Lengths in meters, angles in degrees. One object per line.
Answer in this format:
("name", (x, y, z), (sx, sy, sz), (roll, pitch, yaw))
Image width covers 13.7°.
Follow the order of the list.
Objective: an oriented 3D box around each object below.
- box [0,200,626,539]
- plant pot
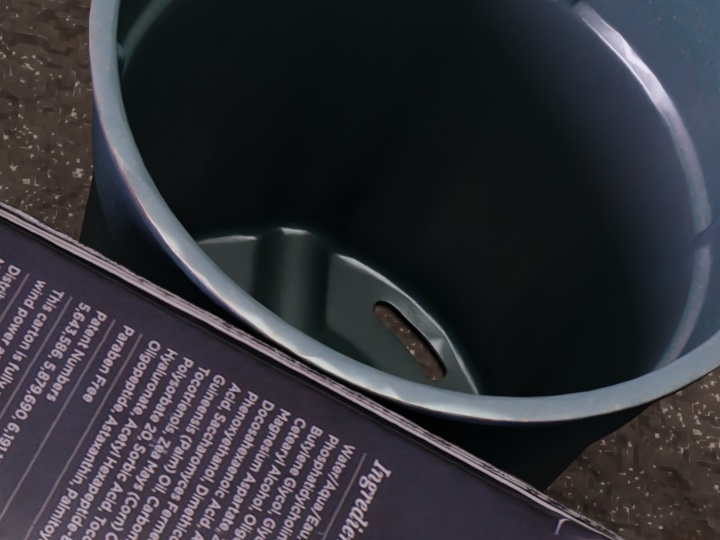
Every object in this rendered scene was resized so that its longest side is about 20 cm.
("box", (-0.066, 0.108, 0.767), (0.196, 0.200, 0.124), (27, 57, -1))
("plant pot", (0.000, 0.000, 0.857), (0.200, 0.196, 0.201), (9, 57, -14))
